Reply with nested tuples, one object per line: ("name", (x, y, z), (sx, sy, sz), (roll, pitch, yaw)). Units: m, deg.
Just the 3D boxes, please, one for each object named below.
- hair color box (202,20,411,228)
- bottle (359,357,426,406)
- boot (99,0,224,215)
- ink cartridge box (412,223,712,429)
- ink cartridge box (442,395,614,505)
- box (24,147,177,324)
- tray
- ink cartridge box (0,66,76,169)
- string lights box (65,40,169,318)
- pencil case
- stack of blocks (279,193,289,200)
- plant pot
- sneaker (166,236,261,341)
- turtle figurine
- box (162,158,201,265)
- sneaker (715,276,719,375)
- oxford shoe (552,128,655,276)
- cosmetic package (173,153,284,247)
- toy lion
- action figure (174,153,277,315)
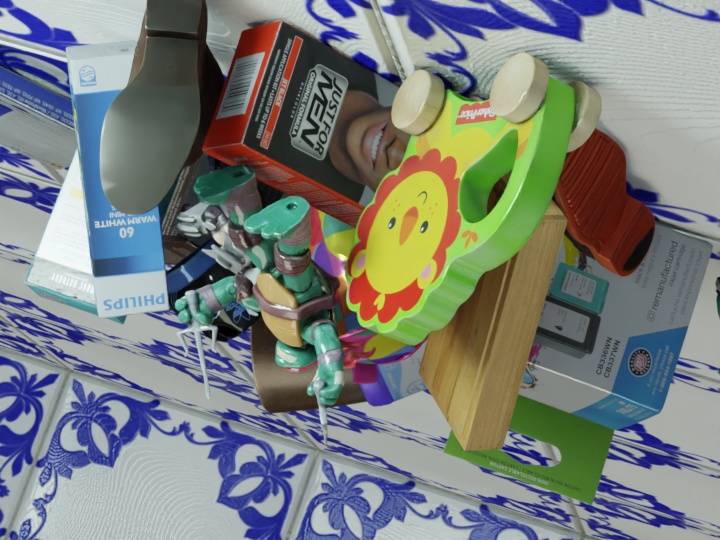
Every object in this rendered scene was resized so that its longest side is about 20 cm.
("hair color box", (-0.009, -0.095, 1.531), (0.199, 0.102, 0.061), (26, 164, -31))
("bottle", (0.086, 0.057, 1.906), (0.199, 0.065, 0.084), (-21, 138, 2))
("boot", (-0.139, -0.103, 1.511), (0.064, 0.187, 0.200), (14, 165, 2))
("ink cartridge box", (0.155, 0.023, 1.682), (0.199, 0.147, 0.146), (20, 169, -4))
("ink cartridge box", (0.173, 0.084, 1.791), (0.147, 0.201, 0.076), (19, 168, -2))
("box", (-0.204, -0.064, 1.731), (0.082, 0.201, 0.049), (18, 169, 11))
("tray", (0.093, 0.022, 1.515), (0.037, 0.201, 0.099), (-1, -147, -23))
("ink cartridge box", (-0.327, -0.156, 1.901), (0.197, 0.047, 0.200), (26, 165, -22))
("string lights box", (-0.189, -0.073, 1.617), (0.059, 0.201, 0.103), (-6, -168, -8))
("pencil case", (-0.006, -0.018, 1.627), (0.088, 0.201, 0.088), (-10, 153, -5))
("stack of blocks", (0.000, 0.000, 1.779), (0.199, 0.115, 0.059), (12, -142, -38))
("plant pot", (0.012, 0.050, 2.016), (0.199, 0.188, 0.187), (2, 164, 13))
("sneaker", (-0.129, 0.024, 1.742), (0.078, 0.070, 0.200), (52, 171, -4))
("turtle figurine", (-0.063, 0.025, 1.510), (0.149, 0.101, 0.201), (15, 133, 29))
("box", (-0.181, -0.062, 1.948), (0.075, 0.101, 0.200), (29, 164, -38))
("sneaker", (0.332, 0.058, 1.722), (0.077, 0.080, 0.200), (15, 166, 21))
("oxford shoe", (0.156, -0.057, 1.523), (0.072, 0.071, 0.200), (28, 167, 30))
("cosmetic package", (-0.062, -0.040, 1.846), (0.090, 0.107, 0.200), (10, 166, 43))
("toy lion", (0.063, -0.043, 1.425), (0.068, 0.193, 0.200), (24, 167, -28))
("action figure", (-0.093, -0.045, 1.652), (0.069, 0.201, 0.130), (-25, 143, 19))
